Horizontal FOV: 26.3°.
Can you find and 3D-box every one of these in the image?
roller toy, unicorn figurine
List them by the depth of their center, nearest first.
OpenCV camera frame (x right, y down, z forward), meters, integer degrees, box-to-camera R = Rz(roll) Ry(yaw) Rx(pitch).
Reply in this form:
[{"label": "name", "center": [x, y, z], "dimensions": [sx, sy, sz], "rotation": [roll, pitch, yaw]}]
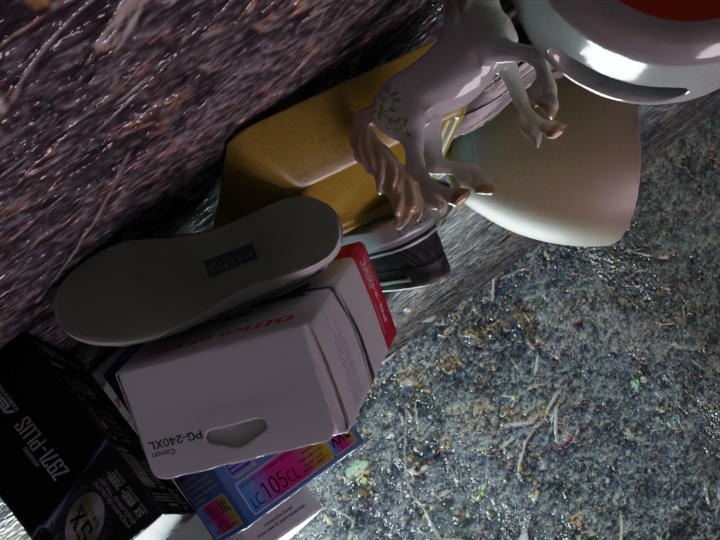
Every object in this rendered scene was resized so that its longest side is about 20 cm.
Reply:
[{"label": "roller toy", "center": [0.180, -0.200, 0.928], "dimensions": [0.182, 0.200, 0.140], "rotation": [-27, 173, -2]}, {"label": "unicorn figurine", "center": [0.073, -0.130, 1.015], "dimensions": [0.200, 0.138, 0.074], "rotation": [-35, 161, -2]}]

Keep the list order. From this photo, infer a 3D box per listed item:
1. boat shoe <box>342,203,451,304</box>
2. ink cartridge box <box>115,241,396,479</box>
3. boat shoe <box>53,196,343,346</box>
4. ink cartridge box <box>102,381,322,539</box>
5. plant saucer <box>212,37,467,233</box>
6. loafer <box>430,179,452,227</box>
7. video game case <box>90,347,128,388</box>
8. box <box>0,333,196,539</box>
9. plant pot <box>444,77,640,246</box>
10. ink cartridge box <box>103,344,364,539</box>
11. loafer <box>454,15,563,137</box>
[{"label": "boat shoe", "center": [0.000, 0.000, 1.244], "dimensions": [0.072, 0.071, 0.200], "rotation": [-28, -173, -28]}, {"label": "ink cartridge box", "center": [-0.067, 0.059, 1.094], "dimensions": [0.145, 0.084, 0.200], "rotation": [-16, -168, 14]}, {"label": "boat shoe", "center": [-0.106, 0.008, 1.051], "dimensions": [0.200, 0.070, 0.072], "rotation": [-18, 164, -4]}, {"label": "ink cartridge box", "center": [-0.145, 0.169, 1.341], "dimensions": [0.084, 0.200, 0.144], "rotation": [-29, 168, -36]}, {"label": "plant saucer", "center": [-0.007, -0.076, 1.127], "dimensions": [0.200, 0.049, 0.200], "rotation": [-27, 164, -19]}, {"label": "loafer", "center": [0.049, -0.062, 1.543], "dimensions": [0.070, 0.070, 0.200], "rotation": [-50, 176, 14]}, {"label": "video game case", "center": [-0.195, 0.081, 1.421], "dimensions": [0.200, 0.022, 0.182], "rotation": [-41, 172, 11]}, {"label": "box", "center": [-0.215, 0.146, 1.160], "dimensions": [0.086, 0.164, 0.200], "rotation": [-38, 173, -5]}, {"label": "plant pot", "center": [0.151, -0.115, 1.388], "dimensions": [0.134, 0.201, 0.200], "rotation": [-6, 164, -13]}, {"label": "ink cartridge box", "center": [-0.111, 0.098, 1.249], "dimensions": [0.136, 0.200, 0.076], "rotation": [-32, 175, -36]}, {"label": "loafer", "center": [0.107, -0.170, 1.246], "dimensions": [0.200, 0.070, 0.070], "rotation": [-30, -143, 4]}]
